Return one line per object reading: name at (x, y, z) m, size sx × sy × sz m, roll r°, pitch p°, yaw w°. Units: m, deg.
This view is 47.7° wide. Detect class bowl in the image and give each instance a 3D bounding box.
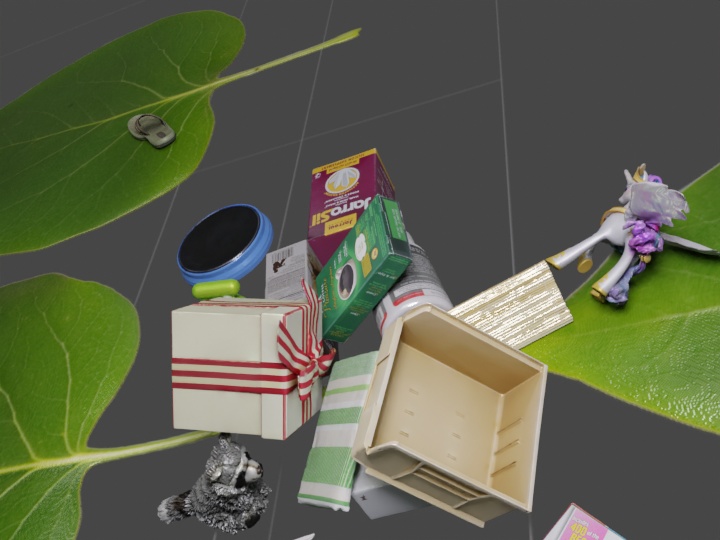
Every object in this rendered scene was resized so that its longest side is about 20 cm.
bowl at (-0.264, -0.051, 1.570) m, size 0.199 × 0.039 × 0.201 m, roll -17°, pitch 42°, yaw 16°

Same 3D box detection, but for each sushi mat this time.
sushi mat at (0.189, 0.074, 1.135) m, size 0.199 × 0.096 × 0.012 m, roll -28°, pitch 4°, yaw 3°

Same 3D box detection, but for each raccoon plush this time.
raccoon plush at (-0.217, 0.297, 1.107) m, size 0.199 × 0.134 × 0.097 m, roll -23°, pitch 41°, yaw 8°

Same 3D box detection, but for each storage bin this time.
storage bin at (0.110, 0.172, 0.984) m, size 0.094 × 0.198 × 0.201 m, roll -46°, pitch 20°, yaw 49°

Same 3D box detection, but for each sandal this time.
sandal at (-0.525, -0.363, 2.037) m, size 0.080 × 0.057 × 0.201 m, roll -44°, pitch 42°, yaw -16°

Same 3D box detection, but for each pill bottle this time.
pill bottle at (0.064, 0.027, 1.231) m, size 0.113 × 0.114 × 0.200 m, roll -26°, pitch 40°, yaw 5°

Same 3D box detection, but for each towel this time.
towel at (-0.026, 0.211, 1.068) m, size 0.152 × 0.023 × 0.201 m, roll -26°, pitch 46°, yaw 64°

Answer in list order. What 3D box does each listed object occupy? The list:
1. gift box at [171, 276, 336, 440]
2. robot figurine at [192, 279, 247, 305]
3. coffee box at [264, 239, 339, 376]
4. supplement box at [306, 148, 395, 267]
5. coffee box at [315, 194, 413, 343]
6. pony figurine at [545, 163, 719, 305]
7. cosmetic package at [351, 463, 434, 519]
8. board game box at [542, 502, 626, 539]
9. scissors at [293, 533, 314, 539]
gift box at (-0.140, 0.112, 1.098) m, size 0.185 × 0.201 × 0.185 m, roll 3°, pitch 11°, yaw 13°
robot figurine at (-0.206, 0.098, 1.298) m, size 0.115 × 0.177 × 0.200 m, roll -12°, pitch 13°, yaw -21°
coffee box at (-0.093, 0.065, 1.289) m, size 0.079 × 0.113 × 0.201 m, roll -20°, pitch 42°, yaw 12°
supplement box at (-0.014, -0.100, 1.418) m, size 0.130 × 0.103 × 0.201 m, roll -16°, pitch 42°, yaw 15°
coffee box at (0.000, 0.000, 1.192) m, size 0.200 × 0.044 × 0.123 m, roll -53°, pitch 33°, yaw 36°
pony figurine at (0.378, -0.049, 1.111) m, size 0.200 × 0.166 × 0.193 m, roll -50°, pitch 34°, yaw 0°
cosmetic package at (0.043, 0.216, 1.082) m, size 0.101 × 0.071 × 0.201 m, roll -17°, pitch 41°, yaw 16°
board game box at (0.223, 0.364, 0.843) m, size 0.200 × 0.040 × 0.153 m, roll -44°, pitch 42°, yaw -16°
scissors at (-0.139, 0.356, 0.997) m, size 0.200 × 0.014 × 0.073 m, roll -38°, pitch 24°, yaw 8°
